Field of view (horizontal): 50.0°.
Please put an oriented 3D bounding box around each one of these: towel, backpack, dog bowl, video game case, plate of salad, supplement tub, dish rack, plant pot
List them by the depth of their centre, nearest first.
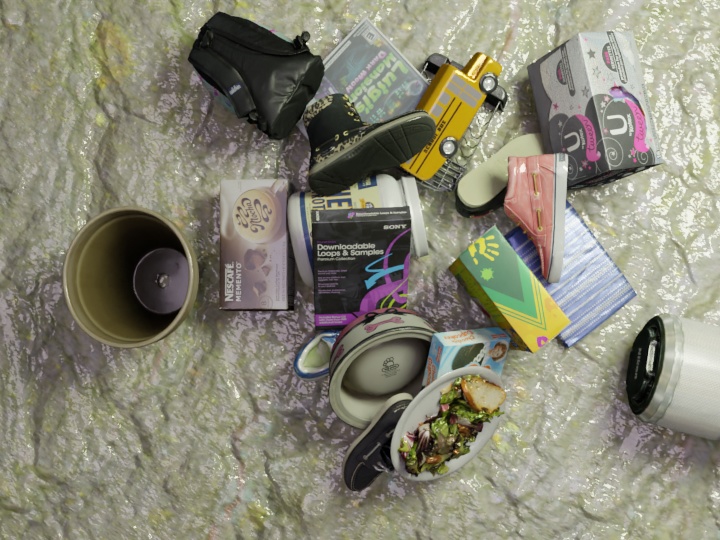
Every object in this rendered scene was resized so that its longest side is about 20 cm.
[{"bbox_3d":[0.132,0.227,1.100,0.200,0.200,0.048,-46,43,0],"label":"plate of salad"},{"bbox_3d":[0.039,0.142,1.156,0.196,0.074,0.203,-9,128,-12],"label":"dog bowl"},{"bbox_3d":[-0.003,-0.064,1.179,0.195,0.145,0.148,-12,86,4],"label":"supplement tub"},{"bbox_3d":[-0.327,0.015,1.186,0.195,0.174,0.205,0,86,4],"label":"plant pot"},{"bbox_3d":[-0.170,-0.307,1.206,0.198,0.127,0.168,32,80,16],"label":"backpack"},{"bbox_3d":[0.320,0.001,1.216,0.144,0.024,0.201,-37,87,-1],"label":"towel"},{"bbox_3d":[-0.005,-0.268,1.220,0.200,0.023,0.183,-43,72,8],"label":"video game case"},{"bbox_3d":[0.131,-0.231,1.225,0.151,0.055,0.203,28,91,7],"label":"dish rack"}]

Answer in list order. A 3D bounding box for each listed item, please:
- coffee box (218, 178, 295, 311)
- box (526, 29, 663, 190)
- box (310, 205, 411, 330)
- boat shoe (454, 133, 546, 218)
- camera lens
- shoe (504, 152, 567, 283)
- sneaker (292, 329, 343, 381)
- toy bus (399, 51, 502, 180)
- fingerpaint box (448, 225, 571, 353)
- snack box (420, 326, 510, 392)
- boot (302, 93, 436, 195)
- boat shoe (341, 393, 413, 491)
[{"bbox_3d":[-0.162,-0.038,1.223,0.110,0.080,0.205,1,87,3],"label":"coffee box"},{"bbox_3d":[0.346,-0.235,1.150,0.113,0.132,0.205,-11,86,-25],"label":"box"},{"bbox_3d":[0.000,0.000,1.114,0.139,0.036,0.203,-3,128,-4],"label":"box"},{"bbox_3d":[0.233,-0.150,1.209,0.199,0.063,0.074,-30,74,-11],"label":"boat shoe"},{"bbox_3d":[0.499,0.159,1.121,0.196,0.160,0.164,14,88,5],"label":"camera lens"},{"bbox_3d":[0.260,-0.077,1.155,0.089,0.072,0.204,2,117,14],"label":"shoe"},{"bbox_3d":[-0.020,0.112,1.206,0.198,0.077,0.076,-36,83,-1],"label":"sneaker"},{"bbox_3d":[0.126,-0.234,1.149,0.077,0.065,0.202,29,101,-16],"label":"toy bus"},{"bbox_3d":[0.212,0.031,1.130,0.073,0.200,0.168,-38,84,0],"label":"fingerpaint box"},{"bbox_3d":[0.145,0.182,1.141,0.114,0.037,0.204,-4,119,-25],"label":"snack box"},{"bbox_3d":[0.003,-0.214,1.135,0.201,0.074,0.156,-26,49,14],"label":"boot"},{"bbox_3d":[0.032,0.275,1.160,0.202,0.071,0.063,-61,41,28],"label":"boat shoe"}]
